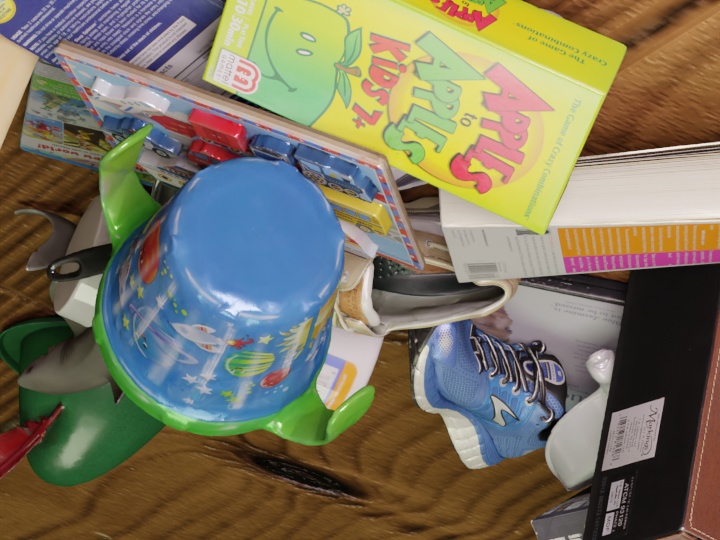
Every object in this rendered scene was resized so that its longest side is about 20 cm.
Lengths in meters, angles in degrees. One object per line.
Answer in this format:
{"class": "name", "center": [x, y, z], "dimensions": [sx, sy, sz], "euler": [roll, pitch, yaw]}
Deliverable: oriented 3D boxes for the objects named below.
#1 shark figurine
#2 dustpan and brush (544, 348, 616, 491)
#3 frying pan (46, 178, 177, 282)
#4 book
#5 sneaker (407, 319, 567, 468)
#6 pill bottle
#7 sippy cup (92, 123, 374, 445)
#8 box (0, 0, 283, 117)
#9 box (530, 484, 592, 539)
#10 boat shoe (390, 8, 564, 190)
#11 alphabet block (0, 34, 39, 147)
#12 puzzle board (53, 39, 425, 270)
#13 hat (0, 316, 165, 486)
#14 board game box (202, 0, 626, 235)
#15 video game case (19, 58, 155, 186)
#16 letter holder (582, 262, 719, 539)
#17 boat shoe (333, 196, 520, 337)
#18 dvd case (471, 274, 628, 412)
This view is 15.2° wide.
{"class": "shark figurine", "center": [-0.175, 0.042, 1.847], "dimensions": [0.127, 0.090, 0.215], "euler": [2, 146, -4]}
{"class": "dustpan and brush", "center": [0.173, 0.086, 1.745], "dimensions": [0.139, 0.057, 0.200], "euler": [-28, 169, 6]}
{"class": "frying pan", "center": [-0.100, -0.008, 1.635], "dimensions": [0.190, 0.115, 0.031], "euler": [-40, 170, 34]}
{"class": "book", "center": [0.149, -0.027, 1.534], "dimensions": [0.199, 0.048, 0.134], "euler": [-4, 165, 5]}
{"class": "sneaker", "center": [0.086, 0.063, 1.763], "dimensions": [0.089, 0.079, 0.200], "euler": [-11, 151, 17]}
{"class": "pill bottle", "center": [-0.092, 0.023, 1.746], "dimensions": [0.199, 0.113, 0.112], "euler": [22, 154, -16]}
{"class": "sippy cup", "center": [-0.068, 0.006, 1.458], "dimensions": [0.177, 0.140, 0.130], "euler": [18, 155, -8]}
{"class": "box", "center": [-0.109, -0.132, 1.489], "dimensions": [0.199, 0.033, 0.121], "euler": [30, 141, -25]}
{"class": "box", "center": [0.235, 0.142, 1.795], "dimensions": [0.200, 0.161, 0.049], "euler": [-20, 96, 52]}
{"class": "boat shoe", "center": [0.054, -0.090, 1.494], "dimensions": [0.200, 0.072, 0.068], "euler": [-31, 166, 39]}
{"class": "alphabet block", "center": [-0.316, -0.066, 1.546], "dimensions": [0.195, 0.201, 0.195], "euler": [23, 153, -10]}
{"class": "puzzle board", "center": [-0.066, -0.059, 1.493], "dimensions": [0.199, 0.017, 0.151], "euler": [21, 163, 17]}
{"class": "hat", "center": [-0.216, 0.148, 1.990], "dimensions": [0.199, 0.177, 0.165], "euler": [-10, 146, 42]}
{"class": "board game box", "center": [0.026, -0.108, 1.398], "dimensions": [0.199, 0.048, 0.102], "euler": [25, 131, 4]}
{"class": "video game case", "center": [-0.126, -0.102, 1.611], "dimensions": [0.142, 0.018, 0.200], "euler": [15, 155, -6]}
{"class": "letter holder", "center": [0.232, 0.099, 1.635], "dimensions": [0.142, 0.201, 0.100], "euler": [26, 153, -26]}
{"class": "boat shoe", "center": [0.000, 0.000, 1.643], "dimensions": [0.199, 0.069, 0.075], "euler": [-9, 127, 9]}
{"class": "dvd case", "center": [0.118, 0.047, 1.801], "dimensions": [0.142, 0.018, 0.200], "euler": [11, 156, 4]}
